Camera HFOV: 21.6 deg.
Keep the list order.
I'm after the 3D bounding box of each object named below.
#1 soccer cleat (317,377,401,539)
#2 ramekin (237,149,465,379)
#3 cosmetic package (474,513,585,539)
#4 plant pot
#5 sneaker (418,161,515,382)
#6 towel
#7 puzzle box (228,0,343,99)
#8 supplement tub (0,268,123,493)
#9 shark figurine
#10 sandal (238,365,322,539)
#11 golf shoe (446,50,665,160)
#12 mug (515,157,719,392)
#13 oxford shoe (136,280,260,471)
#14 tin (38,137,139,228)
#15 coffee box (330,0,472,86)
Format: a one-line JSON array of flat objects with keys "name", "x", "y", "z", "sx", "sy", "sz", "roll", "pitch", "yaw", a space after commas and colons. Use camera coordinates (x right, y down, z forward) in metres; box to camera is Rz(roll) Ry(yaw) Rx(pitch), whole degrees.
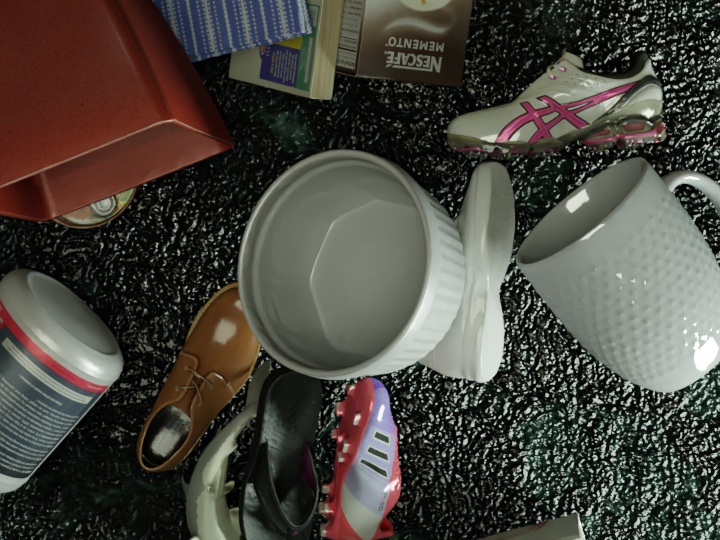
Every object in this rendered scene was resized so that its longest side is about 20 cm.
[{"name": "soccer cleat", "x": 0.010, "y": 0.174, "z": 1.732, "sx": 0.076, "sy": 0.067, "sz": 0.201, "roll": 3, "pitch": 129, "yaw": -13}, {"name": "ramekin", "x": 0.000, "y": 0.000, "z": 1.681, "sx": 0.198, "sy": 0.105, "sz": 0.202, "roll": -5, "pitch": 80, "yaw": 30}, {"name": "cosmetic package", "x": 0.122, "y": 0.306, "z": 1.759, "sx": 0.198, "sy": 0.087, "sz": 0.104, "roll": -14, "pitch": 96, "yaw": 7}, {"name": "plant pot", "x": -0.249, "y": -0.165, "z": 1.635, "sx": 0.198, "sy": 0.200, "sz": 0.178, "roll": -20, "pitch": 83, "yaw": 10}, {"name": "sneaker", "x": 0.088, "y": -0.002, "z": 1.730, "sx": 0.088, "sy": 0.075, "sz": 0.202, "roll": 9, "pitch": 95, "yaw": 27}, {"name": "towel", "x": -0.130, "y": -0.263, "z": 1.678, "sx": 0.199, "sy": 0.024, "sz": 0.146, "roll": -7, "pitch": 97, "yaw": 39}, {"name": "puzzle box", "x": -0.060, "y": -0.259, "z": 1.676, "sx": 0.025, "sy": 0.133, "sz": 0.202, "roll": 0, "pitch": 103, "yaw": -38}, {"name": "supplement tub", "x": -0.328, "y": 0.112, "z": 1.738, "sx": 0.140, "sy": 0.140, "sz": 0.200, "roll": 42, "pitch": 99, "yaw": -3}, {"name": "shark figurine", "x": -0.138, "y": 0.195, "z": 1.772, "sx": 0.127, "sy": 0.089, "sz": 0.217, "roll": 0, "pitch": 110, "yaw": -29}, {"name": "sandal", "x": -0.069, "y": 0.187, "z": 1.725, "sx": 0.075, "sy": 0.048, "sz": 0.202, "roll": -7, "pitch": 114, "yaw": -26}, {"name": "golf shoe", "x": 0.172, "y": -0.147, "z": 1.699, "sx": 0.198, "sy": 0.073, "sz": 0.093, "roll": -7, "pitch": 92, "yaw": -5}, {"name": "mug", "x": 0.264, "y": -0.003, "z": 1.685, "sx": 0.200, "sy": 0.147, "sz": 0.176, "roll": -44, "pitch": 103, "yaw": -21}, {"name": "oxford shoe", "x": -0.147, "y": 0.104, "z": 1.760, "sx": 0.071, "sy": 0.071, "sz": 0.201, "roll": 28, "pitch": 98, "yaw": 1}, {"name": "tin", "x": -0.279, "y": -0.135, "z": 1.750, "sx": 0.111, "sy": 0.042, "sz": 0.201, "roll": -31, "pitch": 94, "yaw": 12}, {"name": "coffee box", "x": 0.039, "y": -0.269, "z": 1.660, "sx": 0.113, "sy": 0.080, "sz": 0.202, "roll": 2, "pitch": 101, "yaw": -30}]
